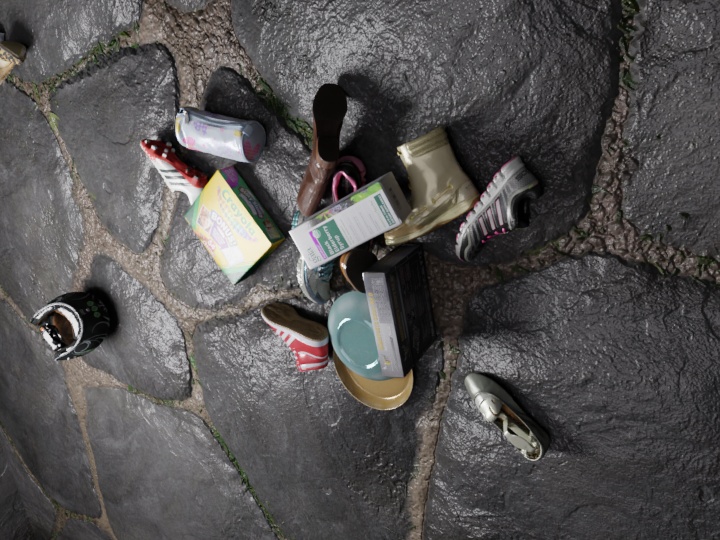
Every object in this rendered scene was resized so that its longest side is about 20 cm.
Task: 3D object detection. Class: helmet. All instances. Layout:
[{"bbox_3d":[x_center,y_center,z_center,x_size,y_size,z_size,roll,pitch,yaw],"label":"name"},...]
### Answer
[{"bbox_3d":[-0.829,0.157,1.688,0.195,0.191,0.205,0,92,2],"label":"helmet"}]

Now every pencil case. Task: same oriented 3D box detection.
[{"bbox_3d":[-0.292,-0.285,1.213,0.197,0.084,0.092,19,142,24],"label":"pencil case"}]

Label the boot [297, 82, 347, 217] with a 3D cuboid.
[{"bbox_3d":[-0.079,-0.223,1.112,0.063,0.190,0.201,10,154,-10],"label":"boot"}]

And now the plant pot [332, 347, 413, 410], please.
[{"bbox_3d":[0.029,0.203,1.249,0.197,0.027,0.204,13,116,28],"label":"plant pot"}]

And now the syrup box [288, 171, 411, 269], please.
[{"bbox_3d":[-0.019,-0.084,1.008,0.197,0.082,0.080,-25,101,26],"label":"syrup box"}]

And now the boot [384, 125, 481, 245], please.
[{"bbox_3d":[0.097,-0.144,1.026,0.198,0.073,0.157,-26,95,36],"label":"boot"}]

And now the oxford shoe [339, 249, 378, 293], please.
[{"bbox_3d":[0.000,0.000,1.085,0.070,0.200,0.072,26,87,25],"label":"oxford shoe"}]

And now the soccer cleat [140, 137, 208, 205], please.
[{"bbox_3d":[-0.435,-0.230,1.342,0.198,0.069,0.086,36,121,10],"label":"soccer cleat"}]

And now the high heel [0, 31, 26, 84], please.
[{"bbox_3d":[-0.920,-0.525,1.521,0.199,0.071,0.145,38,121,34],"label":"high heel"}]

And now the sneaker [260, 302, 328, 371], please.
[{"bbox_3d":[-0.148,0.154,1.317,0.198,0.071,0.114,25,133,35],"label":"sneaker"}]

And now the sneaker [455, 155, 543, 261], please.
[{"bbox_3d":[0.231,-0.083,0.964,0.087,0.073,0.202,41,122,19],"label":"sneaker"}]

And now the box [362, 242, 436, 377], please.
[{"bbox_3d":[0.077,0.070,1.078,0.048,0.158,0.204,-1,111,32],"label":"box"}]

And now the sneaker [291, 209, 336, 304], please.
[{"bbox_3d":[-0.084,-0.025,1.195,0.085,0.077,0.204,0,110,29],"label":"sneaker"}]

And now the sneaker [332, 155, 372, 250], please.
[{"bbox_3d":[-0.022,-0.107,1.099,0.077,0.096,0.204,-5,110,9],"label":"sneaker"}]

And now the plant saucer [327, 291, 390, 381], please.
[{"bbox_3d":[0.006,0.144,1.198,0.198,0.039,0.205,13,116,27],"label":"plant saucer"}]

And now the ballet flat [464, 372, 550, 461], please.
[{"bbox_3d":[0.271,0.275,1.099,0.199,0.063,0.068,42,126,11],"label":"ballet flat"}]

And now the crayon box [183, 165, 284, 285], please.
[{"bbox_3d":[-0.285,-0.098,1.304,0.172,0.058,0.201,-40,86,38],"label":"crayon box"}]
